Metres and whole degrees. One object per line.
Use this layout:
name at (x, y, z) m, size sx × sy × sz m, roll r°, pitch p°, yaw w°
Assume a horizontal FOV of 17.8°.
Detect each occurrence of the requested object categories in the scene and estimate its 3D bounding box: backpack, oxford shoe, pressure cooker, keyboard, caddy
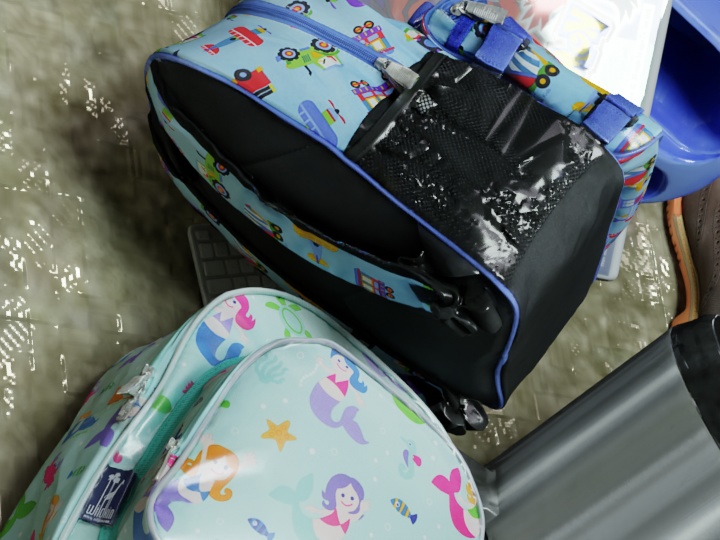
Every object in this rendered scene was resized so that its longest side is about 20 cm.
backpack at (-0.041, 0.108, 0.935) m, size 0.178 × 0.151 × 0.200 m, roll 42°, pitch 42°, yaw -16°
oxford shoe at (0.216, -0.007, 1.264) m, size 0.071 × 0.073 × 0.200 m, roll 24°, pitch 54°, yaw -30°
pressure cooker at (0.129, 0.137, 1.035) m, size 0.176 × 0.200 × 0.179 m, roll 58°, pitch 17°, yaw 23°
keyboard at (0.000, 0.000, 1.116) m, size 0.200 × 0.011 × 0.056 m, roll -5°, pitch 72°, yaw -42°
backpack at (0.009, -0.048, 0.994) m, size 0.200 × 0.183 × 0.135 m, roll 35°, pitch 74°, yaw 13°
caddy at (0.115, -0.120, 1.187) m, size 0.200 × 0.141 × 0.105 m, roll 40°, pitch 45°, yaw -18°

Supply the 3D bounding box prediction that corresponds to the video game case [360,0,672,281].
video game case at (0.053, -0.110, 1.094) m, size 0.182 × 0.023 × 0.200 m, roll 12°, pitch 89°, yaw -6°
